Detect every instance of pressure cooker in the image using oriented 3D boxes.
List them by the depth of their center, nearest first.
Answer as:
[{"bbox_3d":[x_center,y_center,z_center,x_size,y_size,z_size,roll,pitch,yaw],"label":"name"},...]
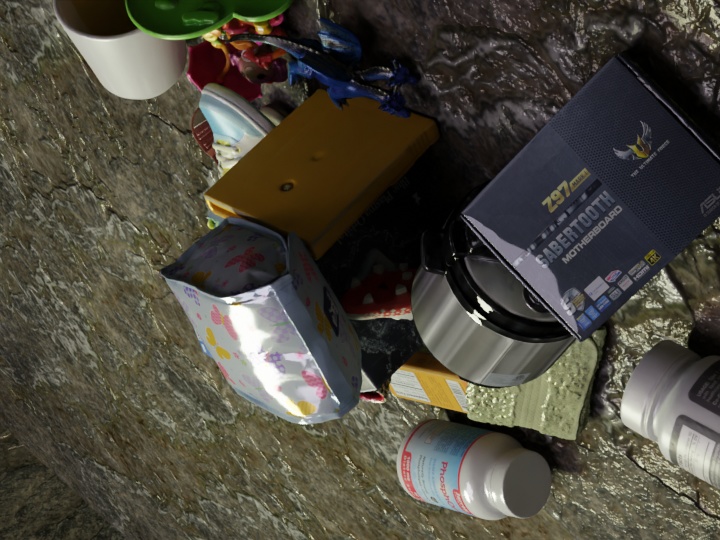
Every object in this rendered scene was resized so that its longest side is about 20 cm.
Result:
[{"bbox_3d":[0.153,0.005,1.356,0.179,0.176,0.200,47,154,11],"label":"pressure cooker"}]

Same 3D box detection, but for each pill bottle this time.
[{"bbox_3d":[0.352,0.149,1.313,0.199,0.113,0.114,30,148,35],"label":"pill bottle"},{"bbox_3d":[0.144,0.254,1.769,0.199,0.109,0.109,5,130,55],"label":"pill bottle"}]

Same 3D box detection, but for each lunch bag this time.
[{"bbox_3d":[-0.083,0.051,1.400,0.200,0.127,0.170,21,145,59],"label":"lunch bag"}]

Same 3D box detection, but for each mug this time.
[{"bbox_3d":[-0.272,-0.302,1.692,0.148,0.188,0.154,4,149,11],"label":"mug"}]

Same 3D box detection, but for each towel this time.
[{"bbox_3d":[0.186,0.114,1.535,0.147,0.037,0.201,9,140,7],"label":"towel"}]

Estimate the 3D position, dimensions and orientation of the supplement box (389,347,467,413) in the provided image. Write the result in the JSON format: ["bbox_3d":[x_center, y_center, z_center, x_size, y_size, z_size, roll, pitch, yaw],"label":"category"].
[{"bbox_3d":[0.104,0.123,1.709,0.199,0.067,0.069,10,137,52],"label":"supplement box"}]

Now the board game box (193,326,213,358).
[{"bbox_3d":[-0.135,0.002,1.765,0.034,0.200,0.136,26,145,37],"label":"board game box"}]

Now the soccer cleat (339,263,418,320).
[{"bbox_3d":[0.072,0.029,1.493,0.069,0.199,0.086,44,147,52],"label":"soccer cleat"}]

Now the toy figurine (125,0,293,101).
[{"bbox_3d":[-0.138,-0.258,1.557,0.198,0.151,0.184,8,152,20],"label":"toy figurine"}]

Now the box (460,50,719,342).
[{"bbox_3d":[0.208,-0.062,1.201,0.158,0.051,0.200,47,112,5],"label":"box"}]

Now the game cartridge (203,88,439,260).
[{"bbox_3d":[-0.041,-0.109,1.478,0.176,0.200,0.033,25,149,40],"label":"game cartridge"}]

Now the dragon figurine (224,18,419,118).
[{"bbox_3d":[-0.034,-0.217,1.439,0.199,0.059,0.099,30,164,-11],"label":"dragon figurine"}]

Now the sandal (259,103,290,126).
[{"bbox_3d":[-0.075,-0.105,1.692,0.202,0.057,0.080,57,152,-15],"label":"sandal"}]

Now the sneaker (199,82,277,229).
[{"bbox_3d":[-0.140,-0.104,1.567,0.079,0.131,0.200,22,158,48],"label":"sneaker"}]

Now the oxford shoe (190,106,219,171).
[{"bbox_3d":[-0.135,-0.122,1.722,0.074,0.071,0.201,22,-143,-61],"label":"oxford shoe"}]

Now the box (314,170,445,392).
[{"bbox_3d":[0.000,0.000,1.562,0.201,0.197,0.117,55,152,-11],"label":"box"}]

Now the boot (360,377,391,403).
[{"bbox_3d":[-0.031,0.054,1.658,0.202,0.155,0.073,24,156,-10],"label":"boot"}]
